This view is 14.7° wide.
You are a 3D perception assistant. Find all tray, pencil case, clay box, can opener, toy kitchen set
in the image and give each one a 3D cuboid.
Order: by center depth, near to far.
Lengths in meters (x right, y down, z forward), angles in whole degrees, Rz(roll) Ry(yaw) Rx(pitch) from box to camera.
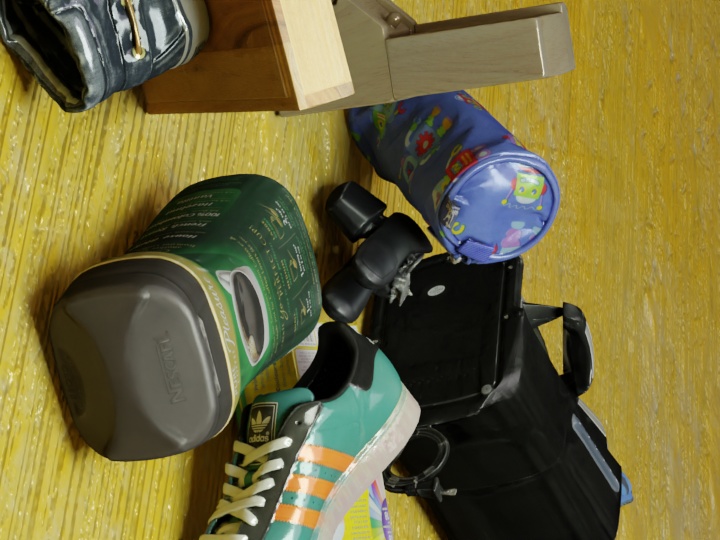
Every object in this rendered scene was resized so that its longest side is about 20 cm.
[{"bbox_3d":[-0.074,-0.134,1.471,0.037,0.200,0.099,-19,101,-25],"label":"tray"},{"bbox_3d":[-0.025,0.131,1.630,0.115,0.048,0.200,9,72,-69],"label":"clay box"},{"bbox_3d":[0.000,0.000,1.726,0.079,0.063,0.200,31,15,-3],"label":"can opener"},{"bbox_3d":[0.038,-0.213,1.777,0.163,0.180,0.200,-24,106,-70],"label":"toy kitchen set"},{"bbox_3d":[0.056,-0.069,1.791,0.078,0.087,0.200,29,11,-29],"label":"pencil case"}]

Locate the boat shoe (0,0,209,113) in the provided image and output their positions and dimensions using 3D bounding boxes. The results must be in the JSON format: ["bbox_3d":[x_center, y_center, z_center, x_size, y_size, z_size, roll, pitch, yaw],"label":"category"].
[{"bbox_3d":[-0.157,-0.181,1.414,0.091,0.071,0.200,-35,98,-39],"label":"boat shoe"}]

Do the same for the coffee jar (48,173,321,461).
[{"bbox_3d":[-0.090,0.024,1.460,0.200,0.085,0.104,-47,125,-66],"label":"coffee jar"}]

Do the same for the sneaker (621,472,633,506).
[{"bbox_3d":[0.152,0.146,2.059,0.200,0.066,0.079,-3,79,-69],"label":"sneaker"}]

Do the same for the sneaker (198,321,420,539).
[{"bbox_3d":[-0.047,0.112,1.513,0.080,0.071,0.200,55,52,-27],"label":"sneaker"}]

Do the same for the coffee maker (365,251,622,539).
[{"bbox_3d":[0.079,0.117,1.834,0.192,0.135,0.200,-60,139,-27],"label":"coffee maker"}]
